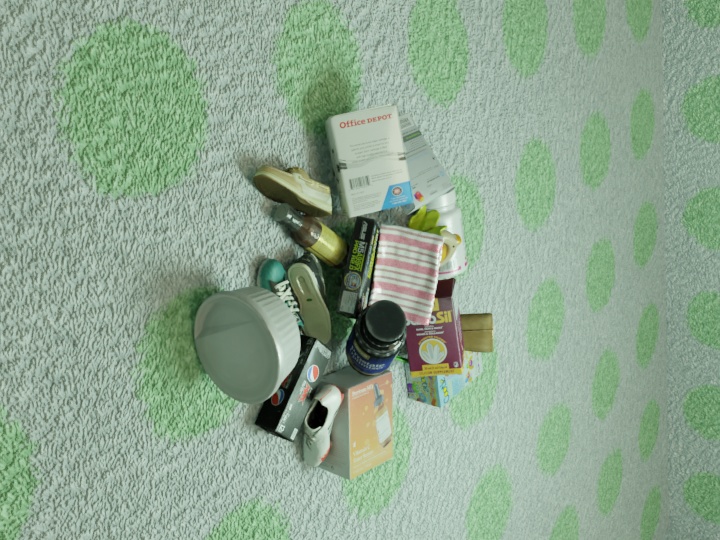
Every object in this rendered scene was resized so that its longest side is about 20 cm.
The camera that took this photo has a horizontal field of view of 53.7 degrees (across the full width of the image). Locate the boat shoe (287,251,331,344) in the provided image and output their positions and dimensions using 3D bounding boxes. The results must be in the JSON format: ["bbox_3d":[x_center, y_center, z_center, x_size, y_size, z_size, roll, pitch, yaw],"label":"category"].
[{"bbox_3d":[-0.093,0.060,1.461,0.068,0.070,0.204,-64,147,-55],"label":"boat shoe"}]

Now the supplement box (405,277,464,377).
[{"bbox_3d":[0.170,0.135,1.663,0.104,0.127,0.205,-65,146,-65],"label":"supplement box"}]

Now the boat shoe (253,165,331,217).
[{"bbox_3d":[-0.130,-0.165,1.390,0.198,0.073,0.068,26,63,-49],"label":"boat shoe"}]

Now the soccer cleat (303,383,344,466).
[{"bbox_3d":[-0.091,0.326,1.469,0.085,0.068,0.204,-22,136,-57],"label":"soccer cleat"}]

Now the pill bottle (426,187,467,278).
[{"bbox_3d":[0.195,-0.095,1.733,0.112,0.112,0.205,-28,117,-42],"label":"pill bottle"}]

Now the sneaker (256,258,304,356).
[{"bbox_3d":[-0.147,0.077,1.389,0.071,0.079,0.205,-24,113,-44],"label":"sneaker"}]

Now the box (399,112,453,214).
[{"bbox_3d":[0.105,-0.242,1.591,0.155,0.041,0.202,-30,85,-42],"label":"box"}]

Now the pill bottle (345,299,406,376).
[{"bbox_3d":[0.034,0.137,1.463,0.113,0.110,0.201,-58,175,-25],"label":"pill bottle"}]

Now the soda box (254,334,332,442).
[{"bbox_3d":[-0.133,0.235,1.436,0.063,0.070,0.203,42,64,-42],"label":"soda box"}]

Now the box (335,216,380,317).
[{"bbox_3d":[0.000,0.000,1.517,0.160,0.043,0.205,47,55,-79],"label":"box"}]

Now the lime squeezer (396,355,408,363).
[{"bbox_3d":[0.035,0.168,1.621,0.201,0.069,0.038,53,40,-38],"label":"lime squeezer"}]

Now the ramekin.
[{"bbox_3d":[-0.194,0.123,1.266,0.094,0.198,0.208,-31,118,-53],"label":"ramekin"}]

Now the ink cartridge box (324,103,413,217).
[{"bbox_3d":[0.016,-0.225,1.466,0.142,0.084,0.205,-12,98,-11],"label":"ink cartridge box"}]

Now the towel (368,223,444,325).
[{"bbox_3d":[0.098,0.010,1.545,0.030,0.142,0.205,-60,159,-74],"label":"towel"}]

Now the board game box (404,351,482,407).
[{"bbox_3d":[0.214,0.247,1.813,0.198,0.101,0.108,-28,116,-43],"label":"board game box"}]

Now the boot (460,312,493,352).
[{"bbox_3d":[0.225,0.113,1.737,0.066,0.194,0.180,-67,155,-65],"label":"boot"}]

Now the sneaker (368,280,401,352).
[{"bbox_3d":[0.066,0.091,1.656,0.089,0.075,0.204,-53,138,-43],"label":"sneaker"}]

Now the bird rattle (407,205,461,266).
[{"bbox_3d":[0.147,-0.037,1.631,0.160,0.114,0.202,8,126,-34],"label":"bird rattle"}]

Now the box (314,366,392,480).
[{"bbox_3d":[-0.013,0.326,1.562,0.150,0.105,0.206,-12,105,-47],"label":"box"}]

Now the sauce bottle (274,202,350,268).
[{"bbox_3d":[-0.096,-0.072,1.439,0.199,0.064,0.066,38,68,-46],"label":"sauce bottle"}]
